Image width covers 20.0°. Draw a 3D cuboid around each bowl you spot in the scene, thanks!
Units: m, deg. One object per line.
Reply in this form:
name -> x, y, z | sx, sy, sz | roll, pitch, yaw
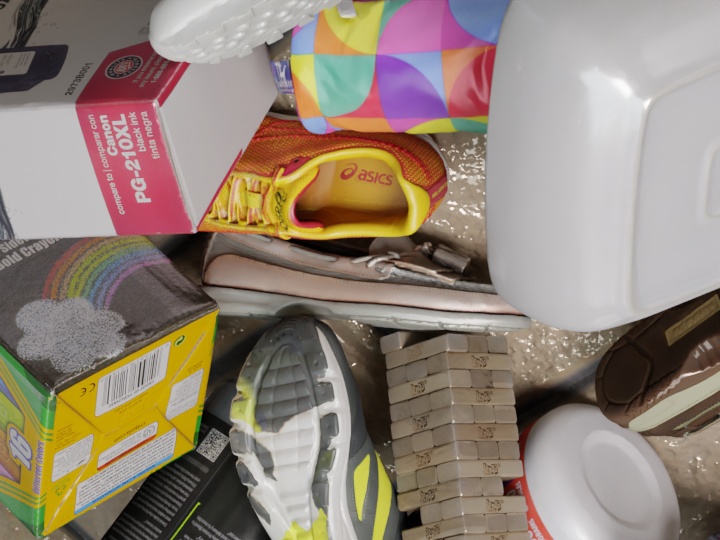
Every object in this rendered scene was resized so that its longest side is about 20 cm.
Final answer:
bowl -> 0.159, -0.063, 0.968 | 0.075, 0.198, 0.201 | 46, 147, 43

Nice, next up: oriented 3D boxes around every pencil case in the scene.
pencil case -> 0.056, -0.111, 1.042 | 0.198, 0.089, 0.089 | 1, 127, 18

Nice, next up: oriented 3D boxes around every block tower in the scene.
block tower -> 0.057, 0.131, 1.145 | 0.054, 0.202, 0.058 | 5, 162, -42

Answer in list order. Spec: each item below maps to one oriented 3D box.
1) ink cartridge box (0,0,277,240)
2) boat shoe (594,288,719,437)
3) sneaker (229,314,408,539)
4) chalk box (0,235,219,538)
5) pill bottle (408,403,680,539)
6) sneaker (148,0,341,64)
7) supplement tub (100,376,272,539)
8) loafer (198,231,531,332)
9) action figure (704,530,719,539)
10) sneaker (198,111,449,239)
ink cartridge box -> -0.164, -0.089, 1.096 | 0.198, 0.145, 0.085 | -1, 125, 20
boat shoe -> 0.223, 0.030, 1.109 | 0.075, 0.075, 0.202 | 28, 134, -35
sneaker -> -0.018, 0.122, 1.155 | 0.074, 0.084, 0.202 | -3, 98, 30
chalk box -> -0.194, 0.027, 1.165 | 0.200, 0.124, 0.124 | 41, 139, 27
pill bottle -> 0.091, 0.172, 1.228 | 0.112, 0.113, 0.200 | 39, 129, -12
sneaker -> -0.025, -0.175, 0.995 | 0.199, 0.076, 0.081 | -33, 87, 4
supplement tub -> -0.091, 0.175, 1.226 | 0.122, 0.201, 0.123 | 36, 169, 8
loafer -> 0.000, 0.000, 1.161 | 0.198, 0.072, 0.064 | 3, 86, 17
action figure -> 0.226, 0.184, 1.138 | 0.194, 0.199, 0.105 | -47, 73, 26
sneaker -> -0.052, -0.051, 1.125 | 0.198, 0.077, 0.074 | -3, 110, 19
